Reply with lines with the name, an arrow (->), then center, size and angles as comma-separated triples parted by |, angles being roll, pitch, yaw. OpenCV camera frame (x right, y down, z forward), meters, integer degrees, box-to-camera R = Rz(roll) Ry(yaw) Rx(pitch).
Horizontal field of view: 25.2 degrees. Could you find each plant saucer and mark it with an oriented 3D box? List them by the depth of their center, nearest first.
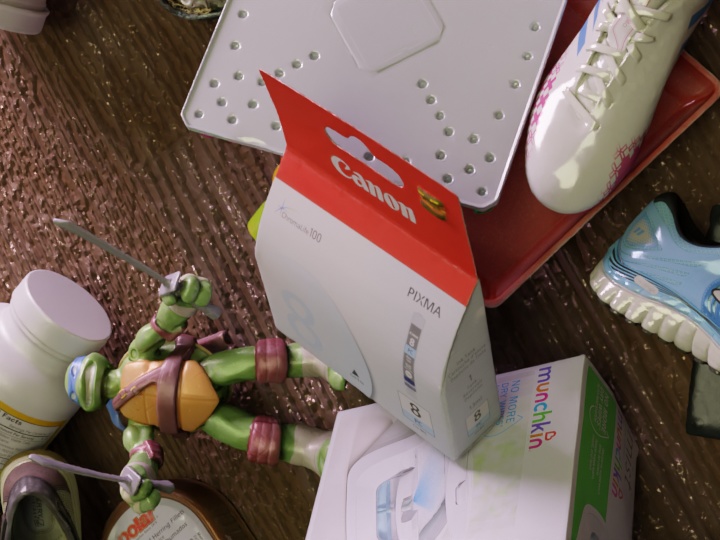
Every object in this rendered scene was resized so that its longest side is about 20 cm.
plant saucer -> 0.082, -0.103, 0.988 | 0.200, 0.037, 0.200 | -43, 71, -8

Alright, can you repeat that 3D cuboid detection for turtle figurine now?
turtle figurine -> -0.108, 0.083, 1.045 | 0.193, 0.200, 0.144 | 5, 61, 2

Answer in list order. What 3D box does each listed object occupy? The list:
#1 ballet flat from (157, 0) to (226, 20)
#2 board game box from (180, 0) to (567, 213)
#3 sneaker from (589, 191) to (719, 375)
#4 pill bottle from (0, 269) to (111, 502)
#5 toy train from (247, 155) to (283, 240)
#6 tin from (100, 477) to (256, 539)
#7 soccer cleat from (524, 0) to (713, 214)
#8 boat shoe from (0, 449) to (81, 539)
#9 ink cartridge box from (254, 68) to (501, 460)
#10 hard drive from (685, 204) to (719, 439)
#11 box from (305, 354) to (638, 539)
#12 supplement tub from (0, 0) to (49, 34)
ballet flat -> -0.052, -0.206, 1.069 | 0.200, 0.074, 0.074 | -14, 85, 26
board game box -> 0.017, -0.147, 0.978 | 0.200, 0.026, 0.200 | 16, 73, 13
sneaker -> 0.228, 0.020, 0.899 | 0.200, 0.078, 0.090 | 31, 101, 22
pill bottle -> -0.266, 0.095, 1.161 | 0.104, 0.104, 0.200 | 47, 109, 17
toy train -> -0.041, -0.063, 1.068 | 0.200, 0.085, 0.116 | 46, 124, 20
tin -> -0.107, 0.238, 1.125 | 0.112, 0.042, 0.200 | -42, 74, 16
soccer cleat -> 0.149, -0.130, 0.925 | 0.070, 0.086, 0.200 | 25, 76, 14
boat shoe -> -0.219, 0.228, 1.133 | 0.072, 0.066, 0.201 | -7, 108, 2
ink cartridge box -> 0.000, 0.000, 0.909 | 0.047, 0.200, 0.160 | -41, 54, -20
hard drive -> 0.294, 0.041, 0.927 | 0.200, 0.033, 0.140 | 8, 95, 25
box -> 0.065, 0.168, 0.948 | 0.176, 0.200, 0.097 | -15, 127, 26
supplement tub -> -0.254, -0.280, 1.125 | 0.140, 0.140, 0.200 | 25, 102, 23
